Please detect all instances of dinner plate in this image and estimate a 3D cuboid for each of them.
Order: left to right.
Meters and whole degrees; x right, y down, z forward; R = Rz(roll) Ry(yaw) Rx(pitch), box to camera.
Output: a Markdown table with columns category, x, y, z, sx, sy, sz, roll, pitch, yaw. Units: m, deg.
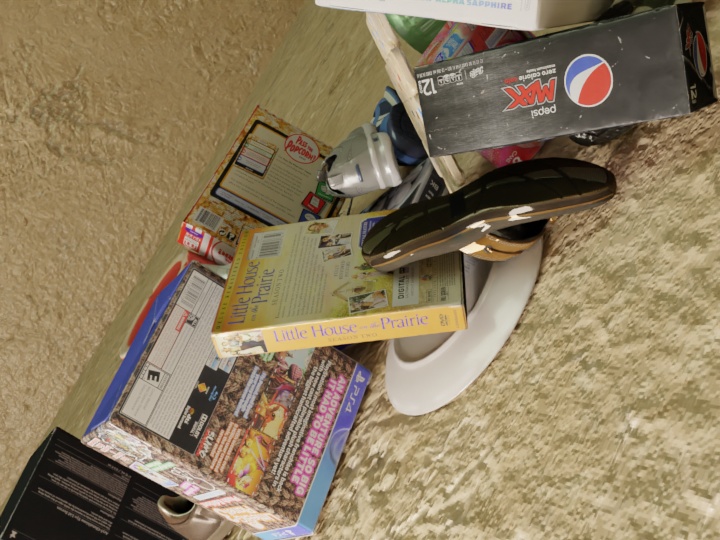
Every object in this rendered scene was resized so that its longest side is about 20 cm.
| category | x | y | z | sx | sy | sz | roll | pitch | yaw |
| --- | --- | --- | --- | --- | --- | --- | --- | --- | --- |
| dinner plate | 0.076 | 0.026 | 0.729 | 0.200 | 0.024 | 0.201 | -48 | 21 | 24 |

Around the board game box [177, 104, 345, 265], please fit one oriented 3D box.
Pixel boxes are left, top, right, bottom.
| category | x | y | z | sx | sy | sz | roll | pitch | yaw |
| --- | --- | --- | --- | --- | --- | --- | --- | --- | --- |
| board game box | -0.100 | -0.081 | 1.019 | 0.201 | 0.150 | 0.046 | -64 | 5 | -35 |

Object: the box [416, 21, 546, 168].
| category | x | y | z | sx | sy | sz | roll | pitch | yaw |
| --- | --- | --- | --- | --- | --- | --- | --- | --- | --- |
| box | 0.126 | -0.185 | 0.832 | 0.103 | 0.094 | 0.201 | -50 | 19 | 20 |

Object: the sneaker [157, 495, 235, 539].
| category | x | y | z | sx | sy | sz | roll | pitch | yaw |
| --- | --- | --- | --- | --- | --- | --- | --- | --- | --- |
| sneaker | -0.132 | 0.199 | 0.890 | 0.201 | 0.075 | 0.071 | -53 | 18 | 14 |

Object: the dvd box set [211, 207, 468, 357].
| category | x | y | z | sx | sy | sz | roll | pitch | yaw |
| --- | --- | --- | --- | --- | --- | --- | --- | --- | --- |
| dvd box set | -0.013 | 0.005 | 0.715 | 0.197 | 0.030 | 0.147 | -8 | 35 | 9 |

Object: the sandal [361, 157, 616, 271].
| category | x | y | z | sx | sy | sz | roll | pitch | yaw |
| --- | --- | --- | --- | --- | --- | --- | --- | --- | --- |
| sandal | 0.097 | -0.032 | 0.663 | 0.198 | 0.055 | 0.082 | -21 | 26 | 15 |

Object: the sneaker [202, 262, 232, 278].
| category | x | y | z | sx | sy | sz | roll | pitch | yaw |
| --- | --- | --- | --- | --- | --- | --- | --- | --- | --- |
| sneaker | -0.090 | 0.013 | 0.877 | 0.198 | 0.076 | 0.082 | 12 | 89 | 31 |

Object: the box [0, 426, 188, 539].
| category | x | y | z | sx | sy | sz | roll | pitch | yaw |
| --- | --- | --- | --- | --- | --- | --- | --- | --- | --- |
| box | -0.275 | 0.282 | 0.920 | 0.079 | 0.199 | 0.142 | -43 | 21 | 32 |

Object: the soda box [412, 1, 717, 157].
| category | x | y | z | sx | sy | sz | roll | pitch | yaw |
| --- | --- | --- | --- | --- | --- | --- | --- | --- | --- |
| soda box | 0.138 | -0.129 | 0.611 | 0.198 | 0.072 | 0.063 | -4 | 13 | 39 |

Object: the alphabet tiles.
| category | x | y | z | sx | sy | sz | roll | pitch | yaw |
| --- | --- | --- | --- | --- | --- | --- | --- | --- | --- |
| alphabet tiles | 0.056 | -0.136 | 0.773 | 0.014 | 0.202 | 0.196 | -26 | 7 | 5 |

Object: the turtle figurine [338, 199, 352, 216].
| category | x | y | z | sx | sy | sz | roll | pitch | yaw |
| --- | --- | --- | --- | --- | --- | --- | --- | --- | --- |
| turtle figurine | -0.086 | -0.037 | 1.143 | 0.202 | 0.100 | 0.150 | -61 | 18 | 7 |

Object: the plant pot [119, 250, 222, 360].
| category | x | y | z | sx | sy | sz | roll | pitch | yaw |
| --- | --- | --- | --- | --- | --- | --- | --- | --- | --- |
| plant pot | -0.165 | 0.083 | 1.008 | 0.201 | 0.176 | 0.201 | -49 | 19 | 23 |

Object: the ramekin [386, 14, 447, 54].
| category | x | y | z | sx | sy | sz | roll | pitch | yaw |
| --- | --- | --- | --- | --- | --- | --- | --- | --- | --- |
| ramekin | 0.101 | -0.359 | 1.034 | 0.097 | 0.199 | 0.202 | -28 | 33 | 42 |

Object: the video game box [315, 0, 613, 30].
| category | x | y | z | sx | sy | sz | roll | pitch | yaw |
| --- | --- | --- | --- | --- | --- | --- | --- | --- | --- |
| video game box | 0.092 | -0.224 | 0.687 | 0.199 | 0.180 | 0.047 | -28 | -55 | -54 |

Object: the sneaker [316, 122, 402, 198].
| category | x | y | z | sx | sy | sz | roll | pitch | yaw |
| --- | --- | --- | --- | --- | --- | --- | --- | --- | --- |
| sneaker | -0.012 | -0.117 | 0.948 | 0.081 | 0.076 | 0.200 | -16 | 6 | -5 |

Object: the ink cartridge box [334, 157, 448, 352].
| category | x | y | z | sx | sy | sz | roll | pitch | yaw |
| --- | --- | --- | --- | --- | --- | --- | --- | --- | --- |
| ink cartridge box | 0.000 | 0.000 | 0.910 | 0.198 | 0.043 | 0.201 | -35 | 24 | 49 |

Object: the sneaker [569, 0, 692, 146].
| category | x | y | z | sx | sy | sz | roll | pitch | yaw |
| --- | --- | --- | --- | --- | --- | --- | --- | --- | --- |
| sneaker | 0.215 | -0.179 | 0.679 | 0.202 | 0.076 | 0.089 | -62 | -13 | -7 |

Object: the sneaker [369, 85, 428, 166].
| category | x | y | z | sx | sy | sz | roll | pitch | yaw |
| --- | --- | --- | --- | --- | --- | --- | --- | --- | --- |
| sneaker | 0.046 | -0.154 | 1.034 | 0.083 | 0.073 | 0.200 | -56 | 13 | 18 |

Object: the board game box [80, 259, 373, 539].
| category | x | y | z | sx | sy | sz | roll | pitch | yaw |
| --- | --- | --- | --- | --- | --- | --- | --- | --- | --- |
| board game box | -0.114 | 0.120 | 0.775 | 0.097 | 0.199 | 0.161 | -32 | 29 | 54 |
